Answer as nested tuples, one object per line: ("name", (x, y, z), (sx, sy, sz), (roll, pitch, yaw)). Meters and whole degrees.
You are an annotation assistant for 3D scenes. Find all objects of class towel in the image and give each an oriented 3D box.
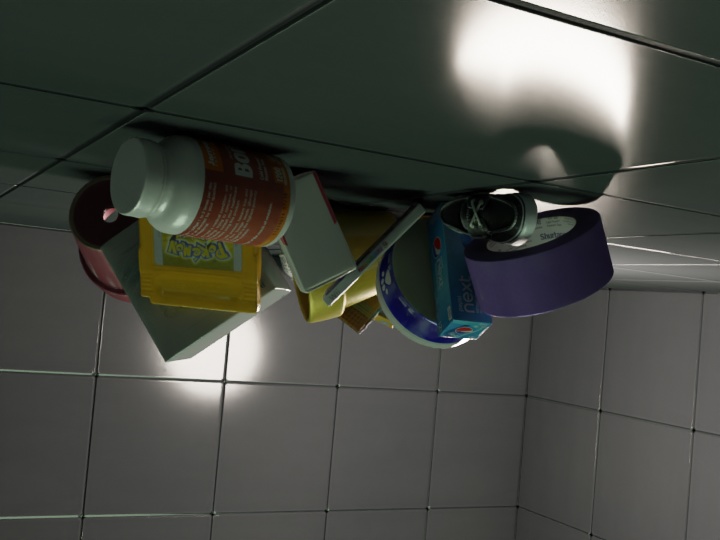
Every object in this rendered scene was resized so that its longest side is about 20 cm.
("towel", (0.012, 0.006, 1.722), (0.146, 0.200, 0.022), (35, 164, 26))

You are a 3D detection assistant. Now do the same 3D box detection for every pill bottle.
("pill bottle", (-0.180, -0.093, 1.063), (0.198, 0.115, 0.111), (7, 177, -43))

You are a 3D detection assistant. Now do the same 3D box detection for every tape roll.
("tape roll", (0.251, -0.014, 1.304), (0.197, 0.086, 0.200), (-19, -165, 5))

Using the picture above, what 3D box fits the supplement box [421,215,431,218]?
("supplement box", (0.150, 0.007, 1.633), (0.109, 0.204, 0.085), (3, 177, 37))

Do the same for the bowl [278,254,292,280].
("bowl", (-0.224, -0.006, 3.575), (0.197, 0.096, 0.201), (6, 178, 0))

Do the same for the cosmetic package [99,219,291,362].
("cosmetic package", (-0.242, -0.002, 1.377), (0.198, 0.202, 0.123), (-33, 175, 5))

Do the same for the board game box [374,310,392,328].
("board game box", (0.000, 0.000, 1.772), (0.197, 0.155, 0.040), (22, 161, 5))

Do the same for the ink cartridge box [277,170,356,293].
("ink cartridge box", (-0.076, -0.050, 1.311), (0.082, 0.149, 0.200), (-24, -179, -5))

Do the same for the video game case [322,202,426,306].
("video game case", (0.020, -0.028, 1.407), (0.018, 0.200, 0.143), (45, -176, -3))

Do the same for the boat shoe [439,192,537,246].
("boat shoe", (0.172, -0.077, 1.277), (0.067, 0.073, 0.200), (4, -175, -22))

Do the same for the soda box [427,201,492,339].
("soda box", (0.151, -0.001, 1.418), (0.067, 0.203, 0.064), (6, 152, -17))

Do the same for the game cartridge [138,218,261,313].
("game cartridge", (-0.222, -0.046, 1.269), (0.173, 0.204, 0.032), (5, -164, 9))

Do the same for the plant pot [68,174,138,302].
("plant pot", (-0.394, -0.066, 1.542), (0.196, 0.204, 0.179), (5, 162, 8))

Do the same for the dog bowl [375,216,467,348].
("dog bowl", (0.128, 0.017, 1.485), (0.196, 0.203, 0.079), (6, 152, -17))

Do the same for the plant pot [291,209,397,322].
("plant pot", (-0.023, -0.024, 1.633), (0.185, 0.205, 0.201), (-10, -179, -10))
